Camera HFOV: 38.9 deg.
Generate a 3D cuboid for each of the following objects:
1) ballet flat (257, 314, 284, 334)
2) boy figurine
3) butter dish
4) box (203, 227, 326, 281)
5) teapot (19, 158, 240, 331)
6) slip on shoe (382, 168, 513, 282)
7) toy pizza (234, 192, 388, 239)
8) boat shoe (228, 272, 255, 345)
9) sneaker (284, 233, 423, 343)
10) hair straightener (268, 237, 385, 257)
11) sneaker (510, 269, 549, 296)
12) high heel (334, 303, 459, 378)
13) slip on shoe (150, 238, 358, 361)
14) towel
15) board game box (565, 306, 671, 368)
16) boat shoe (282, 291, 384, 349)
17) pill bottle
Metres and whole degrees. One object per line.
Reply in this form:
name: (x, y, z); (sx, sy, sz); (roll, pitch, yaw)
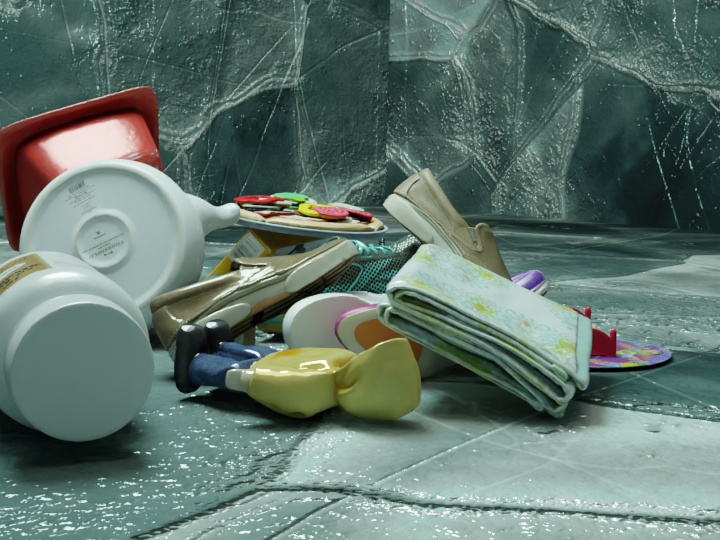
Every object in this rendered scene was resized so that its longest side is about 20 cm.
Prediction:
ballet flat: (-0.096, 0.030, 1.137); (0.063, 0.069, 0.200); (-7, 7, -7)
boy figurine: (-0.049, 0.076, 0.774); (0.200, 0.065, 0.124); (2, 3, 33)
butter dish: (-0.299, -0.084, 1.182); (0.200, 0.200, 0.148); (-23, 55, -29)
box: (-0.116, -0.005, 1.237); (0.041, 0.119, 0.200); (46, 18, 8)
teapot: (-0.253, -0.013, 1.073); (0.199, 0.198, 0.146); (15, -10, 5)
slip on shoe: (0.110, -0.020, 1.013); (0.200, 0.061, 0.076); (45, 2, 21)
toy pizza: (-0.065, -0.068, 1.203); (0.200, 0.032, 0.200); (7, 9, -1)
boat shoe: (-0.144, 0.039, 1.035); (0.065, 0.072, 0.200); (5, 12, -13)
sneaker: (0.000, 0.000, 1.030); (0.200, 0.091, 0.078); (-33, 30, -30)
hair straightener: (-0.045, -0.013, 1.101); (0.077, 0.041, 0.200); (15, 22, 37)
sneaker: (0.101, 0.018, 1.094); (0.199, 0.084, 0.081); (-7, 6, 19)
high heel: (0.055, 0.052, 0.927); (0.200, 0.068, 0.096); (4, 15, -25)
slip on shoe: (-0.093, 0.013, 0.915); (0.200, 0.061, 0.076); (-30, -11, -21)
towel: (0.109, 0.040, 0.850); (0.171, 0.048, 0.200); (29, 16, 6)
board game box: (0.212, 0.061, 1.037); (0.200, 0.039, 0.158); (6, 8, 40)
boat shoe: (-0.003, 0.049, 0.952); (0.200, 0.072, 0.068); (-5, 13, -43)
pill bottle: (-0.212, 0.052, 0.720); (0.114, 0.115, 0.200); (-2, 7, -24)
